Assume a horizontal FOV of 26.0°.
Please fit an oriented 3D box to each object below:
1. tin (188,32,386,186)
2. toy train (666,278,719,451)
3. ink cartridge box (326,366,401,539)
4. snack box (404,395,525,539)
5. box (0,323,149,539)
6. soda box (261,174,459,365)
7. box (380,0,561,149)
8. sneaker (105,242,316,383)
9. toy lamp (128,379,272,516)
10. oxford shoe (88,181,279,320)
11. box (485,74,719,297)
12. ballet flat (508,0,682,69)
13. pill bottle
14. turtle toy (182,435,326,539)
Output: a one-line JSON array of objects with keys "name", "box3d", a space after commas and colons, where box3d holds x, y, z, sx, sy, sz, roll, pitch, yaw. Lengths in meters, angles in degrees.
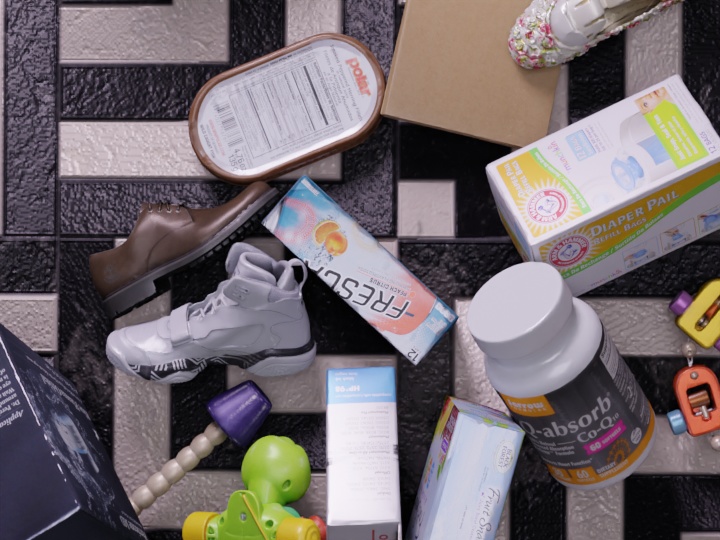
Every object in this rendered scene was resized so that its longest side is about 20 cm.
[{"name": "tin", "box3d": [-0.069, -0.153, 1.489, 0.198, 0.042, 0.113, -22, 94, 0]}, {"name": "toy train", "box3d": [0.368, 0.072, 1.474, 0.198, 0.056, 0.152, -24, 91, 4]}, {"name": "ink cartridge box", "box3d": [0.002, 0.202, 1.399, 0.066, 0.116, 0.202, -1, 53, 0]}, {"name": "snack box", "box3d": [0.088, 0.208, 1.402, 0.067, 0.200, 0.171, 16, 90, 1]}, {"name": "box", "box3d": [-0.298, 0.179, 1.381, 0.117, 0.197, 0.201, -30, 66, -1]}, {"name": "soda box", "box3d": [0.000, 0.000, 1.469, 0.200, 0.068, 0.064, 42, 90, 0]}, {"name": "box", "box3d": [0.117, -0.228, 1.480, 0.161, 0.021, 0.203, 12, 90, -10]}, {"name": "sneaker", "box3d": [-0.139, 0.038, 1.450, 0.197, 0.075, 0.116, -1, 120, -4]}, {"name": "toy lamp", "box3d": [-0.167, 0.182, 1.478, 0.200, 0.058, 0.058, -44, 89, 0]}, {"name": "oxford shoe", "box3d": [-0.170, -0.038, 1.472, 0.198, 0.073, 0.085, -30, 86, 0]}, {"name": "box", "box3d": [0.231, -0.071, 1.430, 0.198, 0.102, 0.113, -25, 51, 1]}, {"name": "ballet flat", "box3d": [0.229, -0.252, 1.457, 0.198, 0.064, 0.076, -29, 96, -8]}, {"name": "pill bottle", "box3d": [0.180, 0.095, 1.403, 0.116, 0.117, 0.201, -36, 123, 0]}, {"name": "turtle toy", "box3d": [-0.084, 0.256, 1.450, 0.144, 0.101, 0.203, -1, 91, 31]}]
